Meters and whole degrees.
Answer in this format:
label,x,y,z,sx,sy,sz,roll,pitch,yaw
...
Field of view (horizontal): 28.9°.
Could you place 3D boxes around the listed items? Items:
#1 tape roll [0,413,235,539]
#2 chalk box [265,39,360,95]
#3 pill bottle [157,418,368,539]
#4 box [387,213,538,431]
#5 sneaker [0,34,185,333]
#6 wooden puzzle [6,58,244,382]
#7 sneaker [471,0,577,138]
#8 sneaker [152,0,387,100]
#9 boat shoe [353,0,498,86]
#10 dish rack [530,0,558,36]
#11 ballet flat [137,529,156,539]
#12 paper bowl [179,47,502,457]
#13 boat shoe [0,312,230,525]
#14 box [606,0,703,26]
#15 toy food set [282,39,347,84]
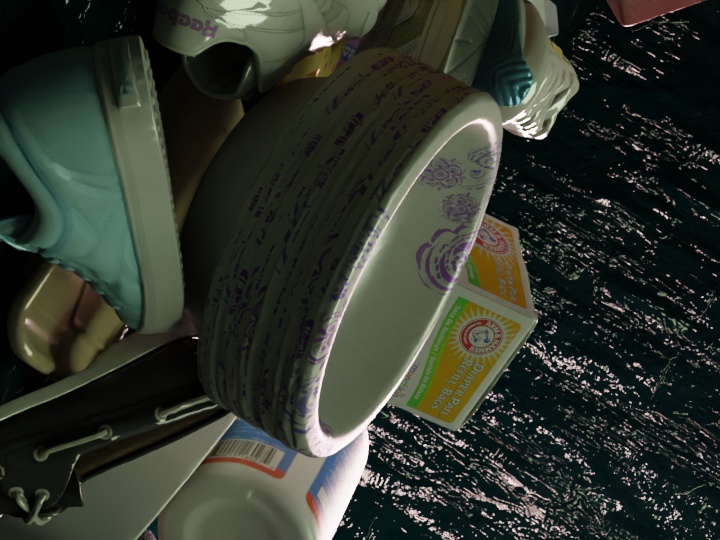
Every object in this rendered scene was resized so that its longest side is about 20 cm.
label,x,y,z,sx,sy,sz,roll,pitch,yaw
tape roll,-0.146,0.111,0.897,0.203,0.071,0.202,-49,-175,6
chalk box,0.004,-0.097,1.033,0.125,0.123,0.200,-62,174,28
pill bottle,-0.056,0.136,0.976,0.113,0.112,0.200,-61,178,27
box,0.000,0.000,0.892,0.102,0.199,0.113,-57,-163,28
sneaker,-0.122,-0.031,0.608,0.201,0.081,0.074,93,-12,-58
wooden puzzle,-0.124,-0.033,0.759,0.201,0.037,0.185,-62,174,-11
sneaker,0.098,-0.124,0.871,0.077,0.081,0.200,-53,-173,13
sneaker,-0.048,-0.130,0.676,0.100,0.074,0.200,-65,164,7
boat shoe,0.052,-0.190,0.777,0.074,0.064,0.204,31,75,-70
dish rack,0.115,-0.246,1.064,0.172,0.043,0.202,-41,126,-67
ballet flat,-0.145,0.216,0.897,0.072,0.072,0.200,-57,-175,-4
paper bowl,-0.016,-0.016,0.708,0.201,0.104,0.201,-53,160,-28
boat shoe,-0.155,0.094,0.713,0.199,0.061,0.074,-29,169,-25
box,0.160,-0.260,0.762,0.128,0.108,0.201,-104,174,-46
toy food set,0.012,-0.215,0.850,0.200,0.048,0.199,-50,170,-50
